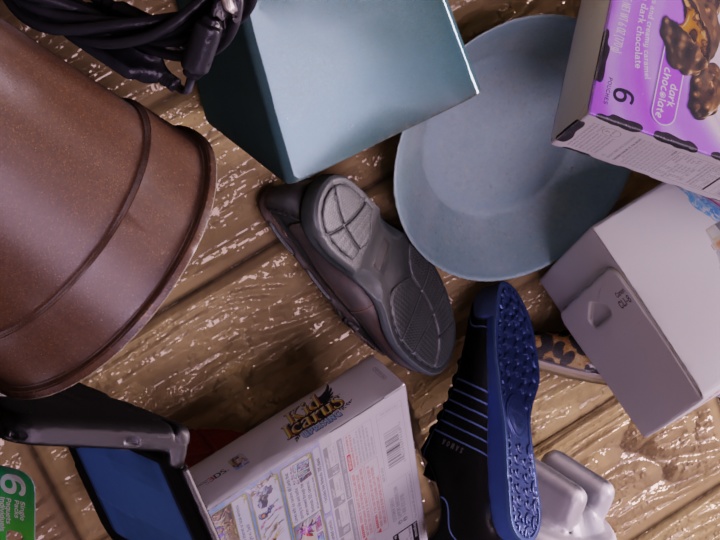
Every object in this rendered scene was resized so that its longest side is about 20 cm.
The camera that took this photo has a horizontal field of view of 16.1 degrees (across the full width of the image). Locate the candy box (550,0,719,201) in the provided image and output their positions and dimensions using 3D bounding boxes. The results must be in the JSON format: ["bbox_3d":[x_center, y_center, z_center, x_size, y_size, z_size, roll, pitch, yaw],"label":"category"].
[{"bbox_3d":[0.246,-0.140,1.719,0.199,0.072,0.168,18,70,-13],"label":"candy box"}]

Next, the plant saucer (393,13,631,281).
[{"bbox_3d":[0.104,-0.091,1.775,0.200,0.039,0.202,-13,121,-23],"label":"plant saucer"}]

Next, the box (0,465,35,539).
[{"bbox_3d":[-0.308,0.176,1.621,0.199,0.048,0.118,3,117,0],"label":"box"}]

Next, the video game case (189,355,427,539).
[{"bbox_3d":[-0.042,0.180,1.752,0.181,0.045,0.200,-32,138,-23],"label":"video game case"}]

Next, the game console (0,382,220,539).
[{"bbox_3d":[-0.186,0.135,1.614,0.175,0.200,0.117,5,94,-32],"label":"game console"}]

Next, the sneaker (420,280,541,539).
[{"bbox_3d":[0.081,0.105,1.810,0.078,0.201,0.070,-14,150,28],"label":"sneaker"}]

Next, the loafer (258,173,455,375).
[{"bbox_3d":[0.000,0.000,1.762,0.200,0.063,0.072,53,53,-42],"label":"loafer"}]

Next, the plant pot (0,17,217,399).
[{"bbox_3d":[-0.223,-0.060,1.517,0.200,0.200,0.198,-48,121,2],"label":"plant pot"}]

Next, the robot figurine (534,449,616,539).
[{"bbox_3d":[0.121,0.236,1.914,0.169,0.113,0.200,0,116,-51],"label":"robot figurine"}]

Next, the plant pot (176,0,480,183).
[{"bbox_3d":[-0.040,-0.188,1.582,0.141,0.141,0.200,-27,119,-15],"label":"plant pot"}]

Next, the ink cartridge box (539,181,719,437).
[{"bbox_3d":[0.257,0.000,1.805,0.200,0.145,0.145,-30,82,-17],"label":"ink cartridge box"}]

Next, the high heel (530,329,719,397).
[{"bbox_3d":[0.206,0.016,1.894,0.199,0.071,0.143,7,89,-19],"label":"high heel"}]

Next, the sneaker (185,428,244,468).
[{"bbox_3d":[-0.086,0.173,1.785,0.199,0.078,0.116,-5,116,-26],"label":"sneaker"}]

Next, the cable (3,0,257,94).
[{"bbox_3d":[-0.148,-0.205,1.492,0.163,0.200,0.051,-59,172,34],"label":"cable"}]
